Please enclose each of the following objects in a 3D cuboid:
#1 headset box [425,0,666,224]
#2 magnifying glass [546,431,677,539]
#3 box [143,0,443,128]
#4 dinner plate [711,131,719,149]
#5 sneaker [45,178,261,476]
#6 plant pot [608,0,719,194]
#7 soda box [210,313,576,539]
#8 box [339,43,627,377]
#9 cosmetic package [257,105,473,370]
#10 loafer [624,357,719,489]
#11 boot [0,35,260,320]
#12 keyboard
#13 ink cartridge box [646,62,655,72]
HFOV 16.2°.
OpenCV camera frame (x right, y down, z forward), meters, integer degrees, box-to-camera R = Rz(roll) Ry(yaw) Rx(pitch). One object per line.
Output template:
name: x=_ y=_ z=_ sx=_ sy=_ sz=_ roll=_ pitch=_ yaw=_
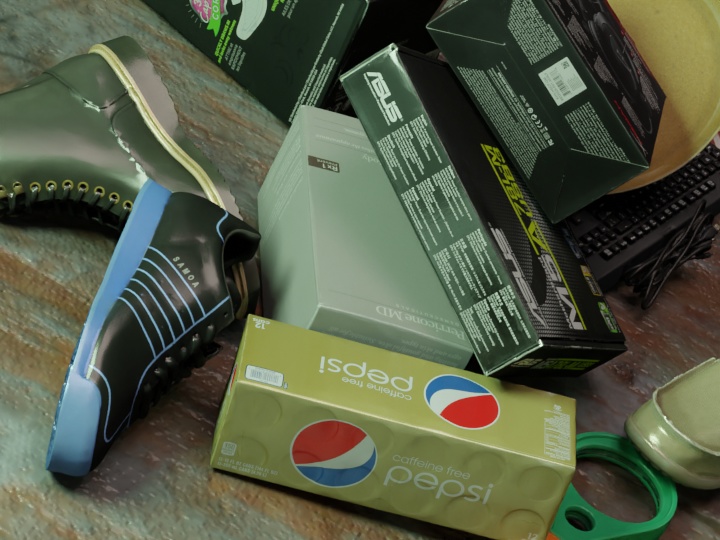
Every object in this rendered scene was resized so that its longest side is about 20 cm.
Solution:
headset box: x=0.123 y=-0.135 z=1.613 sx=0.149 sy=0.077 sz=0.200 roll=56 pitch=17 yaw=-10
magnifying glass: x=0.123 y=0.153 z=1.479 sx=0.079 sy=0.022 sz=0.200 roll=37 pitch=36 yaw=14
box: x=-0.045 y=-0.212 z=1.733 sx=0.200 sy=0.125 sz=0.148 roll=41 pitch=38 yaw=18
dinner plate: x=0.191 y=-0.110 z=1.835 sx=0.199 sy=0.024 sz=0.201 roll=16 pitch=38 yaw=-13
sneaker: x=-0.114 y=0.036 z=1.407 sx=0.078 sy=0.070 sz=0.201 roll=20 pitch=54 yaw=-3
plant pot: x=0.168 y=-0.140 z=1.740 sx=0.200 sy=0.200 sz=0.027 roll=46 pitch=-3 yaw=25
soda box: x=0.020 y=0.093 z=1.433 sx=0.199 sy=0.068 sz=0.064 roll=15 pitch=35 yaw=-5
box: x=0.079 y=-0.032 z=1.525 sx=0.201 sy=0.047 sz=0.193 roll=65 pitch=16 yaw=13
cosmetic package: x=0.000 y=0.000 z=1.535 sx=0.106 sy=0.090 sz=0.200 roll=15 pitch=34 yaw=-19
loafer: x=0.241 y=0.082 z=1.584 sx=0.200 sy=0.068 sz=0.076 roll=-12 pitch=48 yaw=-48
boot: x=-0.159 y=-0.036 z=1.514 sx=0.138 sy=0.078 sz=0.200 roll=-22 pitch=62 yaw=-25
keyboard: x=0.197 y=-0.042 z=1.716 sx=0.104 sy=0.040 sz=0.200 roll=43 pitch=50 yaw=18
ink cartridge box: x=0.223 y=-0.172 z=1.853 sx=0.199 sy=0.067 sz=0.117 roll=-17 pitch=55 yaw=-42
